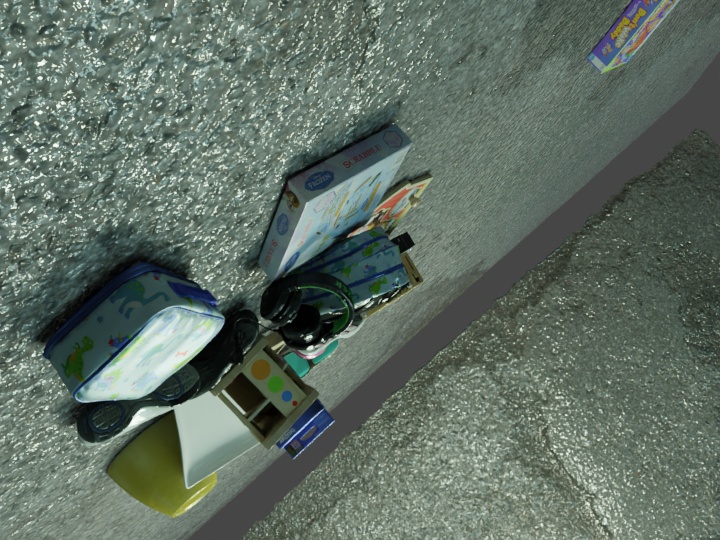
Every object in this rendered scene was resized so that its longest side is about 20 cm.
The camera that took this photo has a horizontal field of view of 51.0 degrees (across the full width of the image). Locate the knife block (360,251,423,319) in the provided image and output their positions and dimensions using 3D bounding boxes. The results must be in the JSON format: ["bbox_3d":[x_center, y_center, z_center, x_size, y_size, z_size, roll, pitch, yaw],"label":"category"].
[{"bbox_3d":[0.061,0.025,1.465,0.199,0.064,0.175,-35,176,31],"label":"knife block"}]

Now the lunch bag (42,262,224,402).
[{"bbox_3d":[-0.250,0.072,0.869,0.160,0.083,0.200,-42,167,3],"label":"lunch bag"}]

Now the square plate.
[{"bbox_3d":[-0.257,0.263,1.374,0.197,0.028,0.203,-26,122,-45],"label":"square plate"}]

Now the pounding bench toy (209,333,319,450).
[{"bbox_3d":[-0.189,0.192,1.309,0.124,0.156,0.200,-45,-167,-14],"label":"pounding bench toy"}]

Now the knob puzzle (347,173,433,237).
[{"bbox_3d":[0.037,-0.082,1.338,0.219,0.031,0.220,-39,167,-10],"label":"knob puzzle"}]

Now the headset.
[{"bbox_3d":[-0.104,0.076,1.105,0.198,0.095,0.124,-20,131,20],"label":"headset"}]

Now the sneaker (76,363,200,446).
[{"bbox_3d":[-0.327,0.191,1.101,0.199,0.075,0.087,-23,170,-38],"label":"sneaker"}]

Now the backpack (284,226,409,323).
[{"bbox_3d":[-0.019,0.013,1.192,0.198,0.156,0.162,1,-170,45],"label":"backpack"}]

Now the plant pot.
[{"bbox_3d":[-0.352,0.375,1.425,0.199,0.142,0.200,-40,168,-10],"label":"plant pot"}]

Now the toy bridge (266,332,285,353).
[{"bbox_3d":[-0.158,0.129,1.418,0.067,0.027,0.201,-27,156,-51],"label":"toy bridge"}]

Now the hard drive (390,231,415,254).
[{"bbox_3d":[0.000,0.000,1.416,0.139,0.038,0.199,-36,176,43],"label":"hard drive"}]

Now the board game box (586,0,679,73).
[{"bbox_3d":[0.551,-0.491,1.489,0.134,0.045,0.201,-30,162,-43],"label":"board game box"}]

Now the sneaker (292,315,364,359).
[{"bbox_3d":[-0.055,0.104,1.577,0.200,0.080,0.087,-41,158,-31],"label":"sneaker"}]

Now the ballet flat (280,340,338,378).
[{"bbox_3d":[-0.132,0.193,1.667,0.199,0.077,0.063,-24,-168,-41],"label":"ballet flat"}]

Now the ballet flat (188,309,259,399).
[{"bbox_3d":[-0.235,0.139,1.189,0.199,0.067,0.057,-39,-160,5],"label":"ballet flat"}]

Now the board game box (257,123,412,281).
[{"bbox_3d":[-0.039,-0.092,1.050,0.199,0.041,0.201,-34,165,-34],"label":"board game box"}]

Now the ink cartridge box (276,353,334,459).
[{"bbox_3d":[-0.157,0.261,1.492,0.119,0.200,0.042,-41,178,-3],"label":"ink cartridge box"}]
